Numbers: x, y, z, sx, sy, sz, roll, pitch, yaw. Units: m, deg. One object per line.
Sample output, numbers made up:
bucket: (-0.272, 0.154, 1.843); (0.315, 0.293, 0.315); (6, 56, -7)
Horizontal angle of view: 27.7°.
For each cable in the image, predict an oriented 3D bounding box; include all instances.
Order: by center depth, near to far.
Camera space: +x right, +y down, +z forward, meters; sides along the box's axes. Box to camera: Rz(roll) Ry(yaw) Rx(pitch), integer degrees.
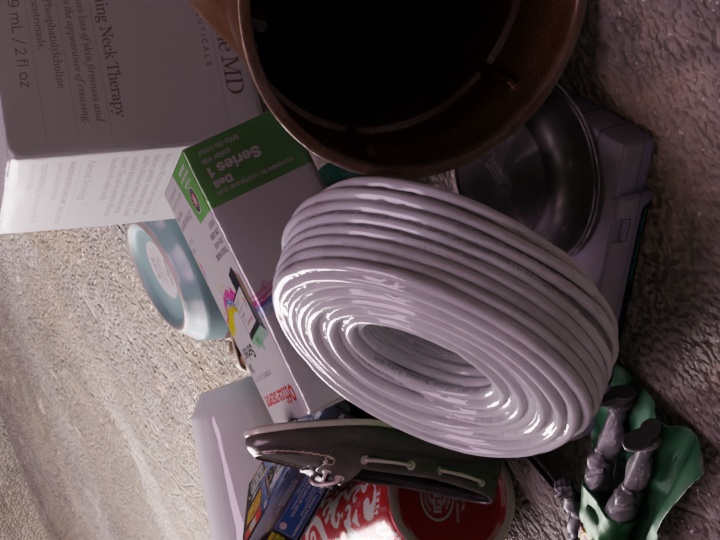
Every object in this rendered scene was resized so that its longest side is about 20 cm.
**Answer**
cable: (0.042, 0.030, 0.809); (0.200, 0.070, 0.199); (37, 153, -25)

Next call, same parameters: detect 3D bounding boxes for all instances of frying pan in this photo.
frying pan: (0.071, -0.047, 0.864); (0.190, 0.031, 0.116); (-27, 79, 54)

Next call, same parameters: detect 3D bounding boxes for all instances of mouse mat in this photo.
mouse mat: (0.073, 0.078, 1.030); (0.200, 0.008, 0.161); (48, 180, 30)

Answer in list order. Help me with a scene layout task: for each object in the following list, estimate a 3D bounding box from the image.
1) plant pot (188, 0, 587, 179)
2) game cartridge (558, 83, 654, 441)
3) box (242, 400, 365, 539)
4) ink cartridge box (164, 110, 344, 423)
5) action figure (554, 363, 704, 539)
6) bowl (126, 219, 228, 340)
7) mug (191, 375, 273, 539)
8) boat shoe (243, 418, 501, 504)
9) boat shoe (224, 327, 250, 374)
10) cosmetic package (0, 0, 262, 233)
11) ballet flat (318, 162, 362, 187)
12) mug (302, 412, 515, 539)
plant pot: (-0.006, -0.176, 0.817); (0.198, 0.199, 0.201); (41, 149, 58)
game cartridge: (0.109, -0.011, 0.872); (0.129, 0.038, 0.201); (35, 131, 39)
box: (-0.048, 0.155, 1.211); (0.040, 0.137, 0.200); (30, -175, -6)
ink cartridge box: (-0.057, 0.003, 1.042); (0.201, 0.084, 0.145); (64, 164, 3)
action figure: (0.162, 0.159, 0.952); (0.118, 0.054, 0.201); (-122, 24, -43)
bowl: (-0.148, -0.015, 1.368); (0.201, 0.105, 0.202); (47, 153, 34)
mug: (-0.103, 0.184, 1.440); (0.186, 0.149, 0.154); (-24, 85, 60)
boat shoe: (0.014, 0.138, 1.044); (0.067, 0.199, 0.057); (150, 121, -64)
boat shoe: (-0.083, 0.068, 1.283); (0.200, 0.064, 0.072); (75, 176, -73)
cosmetic package: (-0.200, -0.141, 1.177); (0.166, 0.199, 0.169); (129, 131, -65)
ballet flat: (0.000, 0.000, 1.140); (0.071, 0.067, 0.201); (-107, 6, -57)
mug: (0.024, 0.184, 1.183); (0.178, 0.133, 0.200); (59, 153, 7)
